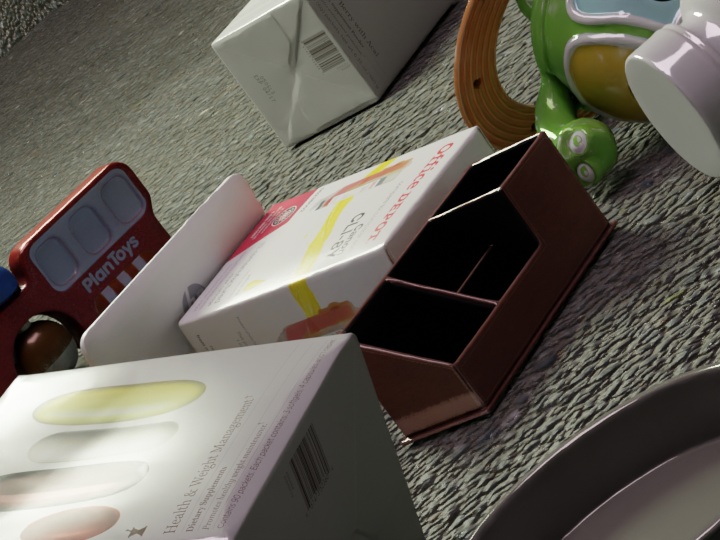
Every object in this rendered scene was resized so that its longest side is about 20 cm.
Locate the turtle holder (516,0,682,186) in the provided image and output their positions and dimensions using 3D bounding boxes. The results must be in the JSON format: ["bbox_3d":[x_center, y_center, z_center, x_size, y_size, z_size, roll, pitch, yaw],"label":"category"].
[{"bbox_3d":[0.178,-0.157,1.796,0.185,0.142,0.132,-32,31,-22],"label":"turtle holder"}]

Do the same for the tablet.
[{"bbox_3d":[-0.104,0.040,1.856,0.014,0.131,0.200,-8,30,39],"label":"tablet"}]

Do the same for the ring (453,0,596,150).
[{"bbox_3d":[0.133,-0.174,1.878,0.200,0.201,0.019,-42,50,-19],"label":"ring"}]

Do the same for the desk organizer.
[{"bbox_3d":[0.070,0.007,1.652,0.072,0.077,0.200,-24,19,41],"label":"desk organizer"}]

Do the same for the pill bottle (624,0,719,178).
[{"bbox_3d":[0.257,-0.151,1.620,0.200,0.120,0.120,-39,15,-10],"label":"pill bottle"}]

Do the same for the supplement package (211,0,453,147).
[{"bbox_3d":[-0.021,-0.227,2.505,0.119,0.121,0.200,-26,19,37],"label":"supplement package"}]

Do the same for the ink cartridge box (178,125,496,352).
[{"bbox_3d":[0.000,0.000,1.812,0.199,0.084,0.145,-19,23,42],"label":"ink cartridge box"}]

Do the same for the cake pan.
[{"bbox_3d":[0.125,0.116,1.265,0.200,0.037,0.200,-34,15,10],"label":"cake pan"}]

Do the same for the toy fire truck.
[{"bbox_3d":[-0.196,0.042,1.987,0.200,0.168,0.112,-44,16,-27],"label":"toy fire truck"}]

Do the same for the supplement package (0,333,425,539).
[{"bbox_3d":[-0.099,0.148,1.369,0.199,0.148,0.191,-8,25,23],"label":"supplement package"}]
